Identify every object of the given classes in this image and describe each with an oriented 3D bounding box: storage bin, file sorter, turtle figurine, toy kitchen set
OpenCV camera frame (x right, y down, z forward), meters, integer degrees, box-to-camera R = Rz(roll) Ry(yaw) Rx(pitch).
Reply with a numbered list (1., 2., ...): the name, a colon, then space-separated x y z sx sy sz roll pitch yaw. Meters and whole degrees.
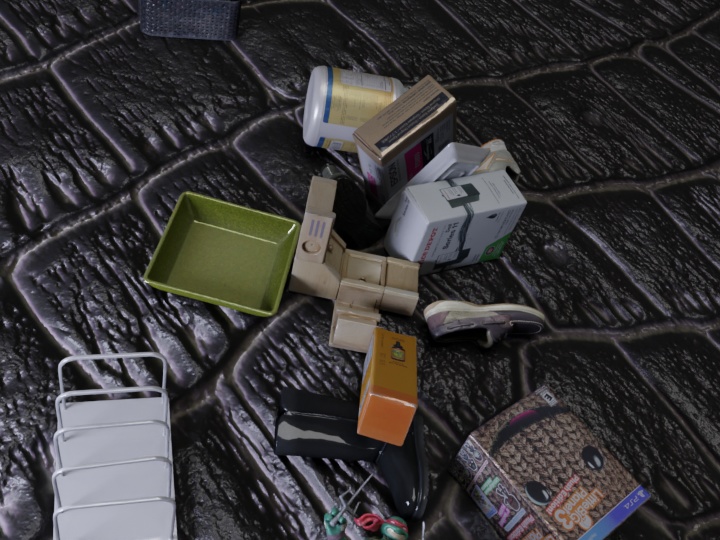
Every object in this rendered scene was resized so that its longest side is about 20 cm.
1. storage bin: -0.349 -0.553 1.612 0.198 0.094 0.136 -2 50 -18
2. file sorter: -0.289 0.213 0.927 0.137 0.125 0.201 -1 50 -17
3. turtle figurine: 0.018 0.352 0.916 0.148 0.101 0.201 17 60 19
4. toy kitchen set: 0.000 0.000 1.167 0.198 0.181 0.164 12 48 -5

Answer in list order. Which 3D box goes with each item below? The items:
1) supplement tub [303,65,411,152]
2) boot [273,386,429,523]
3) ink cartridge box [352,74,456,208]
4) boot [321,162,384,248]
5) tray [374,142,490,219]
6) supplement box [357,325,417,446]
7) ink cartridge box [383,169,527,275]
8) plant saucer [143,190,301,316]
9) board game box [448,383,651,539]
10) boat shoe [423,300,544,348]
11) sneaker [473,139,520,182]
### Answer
1. supplement tub: 0.001 -0.288 1.449 0.198 0.145 0.146 7 48 -12
2. boot: -0.016 0.238 1.024 0.198 0.066 0.166 15 34 -12
3. ink cartridge box: 0.081 -0.204 1.329 0.164 0.200 0.075 -40 68 -10
4. boot: -0.036 -0.126 1.284 0.067 0.200 0.131 -32 60 3
5. tray: 0.121 -0.137 1.303 0.107 0.200 0.022 -1 59 -45
6. supplement box: 0.038 0.151 1.073 0.066 0.069 0.200 16 23 -2
7. ink cartridge box: 0.154 -0.076 1.307 0.198 0.147 0.083 -12 55 -25
8. plant saucer: -0.207 -0.017 1.209 0.198 0.048 0.201 15 47 -4
9. board game box: 0.247 0.282 1.049 0.159 0.097 0.200 -25 60 -33
10. boat shoe: 0.195 0.090 1.228 0.198 0.072 0.065 6 60 -17
11. sneaker: 0.224 -0.181 1.474 0.199 0.076 0.092 -24 64 -32
